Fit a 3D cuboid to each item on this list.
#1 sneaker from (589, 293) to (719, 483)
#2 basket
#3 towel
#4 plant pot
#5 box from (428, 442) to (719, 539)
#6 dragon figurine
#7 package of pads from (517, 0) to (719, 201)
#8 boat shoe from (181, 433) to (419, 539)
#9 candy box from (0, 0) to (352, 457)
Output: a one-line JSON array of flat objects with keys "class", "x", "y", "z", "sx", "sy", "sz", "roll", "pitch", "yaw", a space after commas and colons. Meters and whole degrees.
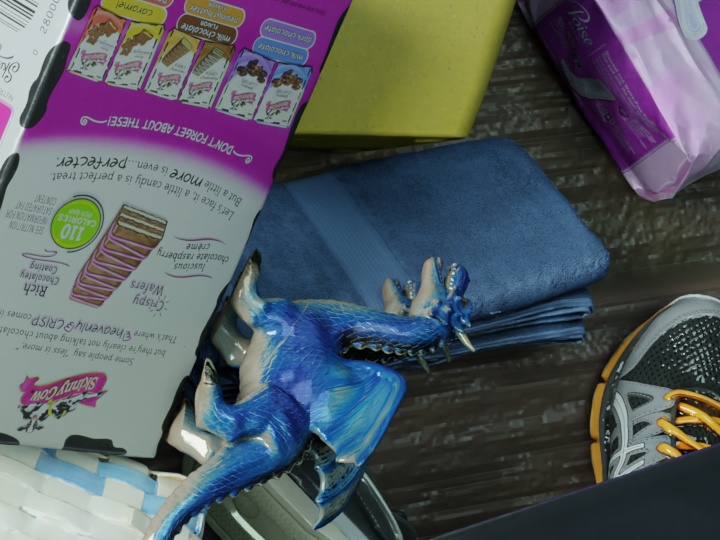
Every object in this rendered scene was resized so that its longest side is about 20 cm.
[{"class": "sneaker", "x": 0.141, "y": 0.103, "z": 1.185, "sx": 0.078, "sy": 0.077, "sz": 0.201, "roll": 20, "pitch": 70, "yaw": -13}, {"class": "basket", "x": -0.148, "y": 0.162, "z": 1.029, "sx": 0.176, "sy": 0.139, "sz": 0.200, "roll": 25, "pitch": 62, "yaw": -12}, {"class": "towel", "x": 0.000, "y": 0.000, "z": 1.156, "sx": 0.199, "sy": 0.049, "sz": 0.112, "roll": -12, "pitch": 47, "yaw": -24}, {"class": "plant pot", "x": -0.036, "y": -0.141, "z": 1.123, "sx": 0.199, "sy": 0.200, "sz": 0.177, "roll": 0, "pitch": 89, "yaw": -20}, {"class": "box", "x": 0.100, "y": 0.124, "z": 1.045, "sx": 0.199, "sy": 0.141, "sz": 0.079, "roll": -16, "pitch": 77, "yaw": -24}, {"class": "dragon figurine", "x": -0.019, "y": 0.059, "z": 1.030, "sx": 0.099, "sy": 0.059, "sz": 0.200, "roll": 25, "pitch": 50, "yaw": -5}, {"class": "package of pads", "x": 0.187, "y": -0.129, "z": 1.256, "sx": 0.200, "sy": 0.076, "sz": 0.121, "roll": -30, "pitch": 88, "yaw": -24}, {"class": "boat shoe", "x": 0.011, "y": 0.134, "z": 1.133, "sx": 0.200, "sy": 0.072, "sz": 0.068, "roll": 51, "pitch": 46, "yaw": -4}, {"class": "candy box", "x": -0.101, "y": -0.035, "z": 0.975, "sx": 0.136, "sy": 0.061, "sz": 0.201, "roll": 12, "pitch": 105, "yaw": -51}]
